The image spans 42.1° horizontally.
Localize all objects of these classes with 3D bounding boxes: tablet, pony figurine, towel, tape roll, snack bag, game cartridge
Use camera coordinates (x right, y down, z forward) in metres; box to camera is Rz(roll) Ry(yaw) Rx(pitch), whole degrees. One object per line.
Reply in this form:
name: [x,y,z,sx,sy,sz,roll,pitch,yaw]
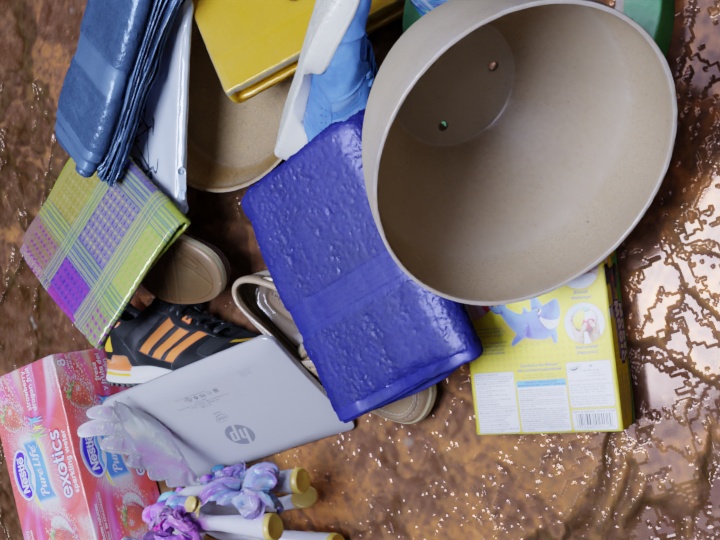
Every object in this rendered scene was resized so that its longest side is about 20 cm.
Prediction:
tablet: [-0.117,0.127,0.821,0.199,0.014,0.130,-22,125,28]
pony figurine: [-0.138,0.206,0.791,0.198,0.193,0.168,-9,64,27]
towel: [-0.235,-0.035,0.836,0.200,0.023,0.144,39,98,42]
tape roll: [0.129,-0.188,0.701,0.198,0.048,0.203,1,91,30]
towel: [0.000,0.000,0.706,0.147,0.049,0.202,-30,83,37]
towel: [-0.208,-0.184,0.800,0.112,0.048,0.202,46,121,43]
snack bag: [-0.204,-0.157,0.858,0.199,0.021,0.191,14,103,48]
game cartridge: [-0.068,-0.267,0.789,0.175,0.032,0.202,-25,73,9]

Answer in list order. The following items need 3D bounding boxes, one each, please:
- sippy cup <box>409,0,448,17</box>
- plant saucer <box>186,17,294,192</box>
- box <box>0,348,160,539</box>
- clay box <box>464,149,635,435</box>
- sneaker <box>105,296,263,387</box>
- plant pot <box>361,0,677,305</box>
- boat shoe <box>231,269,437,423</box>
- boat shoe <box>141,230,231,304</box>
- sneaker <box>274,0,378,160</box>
sippy cup: [0.063,-0.237,0.636,0.177,0.130,0.141,-31,77,26]
plant saucer: [-0.117,-0.171,0.848,0.198,0.035,0.203,1,92,29]
box: [-0.275,0.185,0.913,0.102,0.094,0.202,-20,82,29]
clay box: [0.135,0.019,0.702,0.114,0.047,0.203,-7,87,30]
sneaker: [-0.161,0.057,0.859,0.198,0.070,0.091,-7,90,31]
plant pot: [0.084,-0.098,0.614,0.201,0.199,0.135,-55,32,19]
boat shoe: [-0.027,0.066,0.786,0.199,0.064,0.072,32,106,25]
boat shoe: [-0.184,-0.022,0.869,0.198,0.072,0.073,9,120,38]
sneaker: [0.006,-0.142,0.710,0.200,0.110,0.077,117,164,-54]
